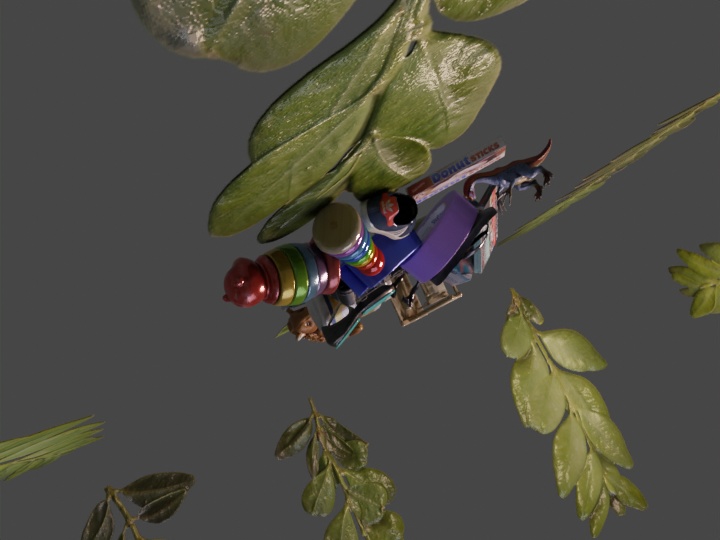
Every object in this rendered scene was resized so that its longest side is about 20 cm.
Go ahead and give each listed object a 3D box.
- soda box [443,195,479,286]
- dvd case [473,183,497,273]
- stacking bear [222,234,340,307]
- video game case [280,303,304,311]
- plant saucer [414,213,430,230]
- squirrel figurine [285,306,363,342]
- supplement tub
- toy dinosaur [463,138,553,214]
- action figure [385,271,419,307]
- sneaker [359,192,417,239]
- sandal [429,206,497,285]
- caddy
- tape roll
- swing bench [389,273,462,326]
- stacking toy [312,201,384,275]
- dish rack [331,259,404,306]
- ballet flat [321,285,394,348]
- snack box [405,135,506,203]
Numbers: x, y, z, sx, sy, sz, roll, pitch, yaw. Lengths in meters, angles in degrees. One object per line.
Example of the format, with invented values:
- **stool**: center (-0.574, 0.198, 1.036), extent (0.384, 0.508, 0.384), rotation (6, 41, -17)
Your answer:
- **soda box**: center (0.232, -0.071, 1.361), extent (0.063, 0.204, 0.068), rotation (27, 153, -25)
- **dvd case**: center (0.296, -0.105, 1.370), extent (0.021, 0.149, 0.200), rotation (4, -151, 22)
- **stacking bear**: center (-0.142, 0.008, 0.999), extent (0.197, 0.116, 0.121), rotation (-14, 166, -36)
- **video game case**: center (-0.102, 0.047, 1.615), extent (0.180, 0.022, 0.199), rotation (-18, 167, -48)
- **plant saucer**: center (0.152, -0.102, 1.482), extent (0.196, 0.032, 0.200), rotation (-26, 172, -4)
- **squirrel figurine**: center (-0.128, 0.149, 1.632), extent (0.184, 0.144, 0.199), rotation (-9, 160, -43)
- **supplement tub**: center (-0.033, 0.052, 1.441), extent (0.197, 0.147, 0.144), rotation (-24, 171, -18)
- **toy dinosaur**: center (0.315, -0.199, 1.272), extent (0.177, 0.204, 0.105), rotation (13, 154, -4)
- **action figure**: center (0.151, -0.012, 1.406), extent (0.201, 0.118, 0.102), rotation (-52, 171, -15)
- **sneaker**: center (0.077, -0.103, 1.065), extent (0.083, 0.077, 0.199), rotation (-16, 177, 27)
- **sandal**: center (0.221, -0.048, 1.226), extent (0.201, 0.042, 0.076), rotation (-53, -173, 11)
- **caddy**: center (0.029, -0.042, 1.192), extent (0.199, 0.106, 0.141), rotation (-41, -177, -29)
- **tape roll**: center (0.167, -0.073, 1.266), extent (0.201, 0.065, 0.200), rotation (-52, -172, 10)
- **swing bench**: center (0.178, 0.037, 1.810), extent (0.197, 0.203, 0.129), rotation (-29, 171, 21)
- **stacking toy**: center (-0.008, -0.043, 1.003), extent (0.084, 0.087, 0.200), rotation (-27, 156, 11)
- **dish rack**: center (0.000, 0.000, 1.323), extent (0.198, 0.056, 0.152), rotation (-31, -144, -26)
- **ballet flat**: center (-0.012, 0.088, 1.331), extent (0.200, 0.069, 0.068), rotation (-44, 173, -4)
- **snack box**: center (0.178, -0.184, 1.088), extent (0.197, 0.025, 0.072), rotation (-28, 171, 8)
